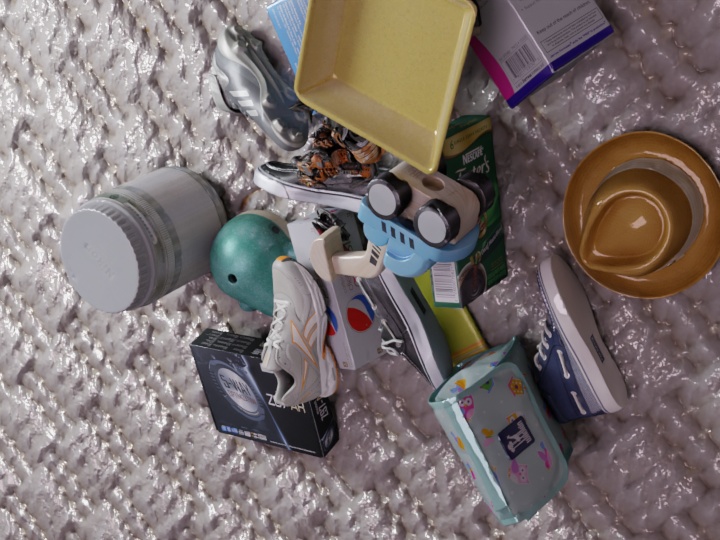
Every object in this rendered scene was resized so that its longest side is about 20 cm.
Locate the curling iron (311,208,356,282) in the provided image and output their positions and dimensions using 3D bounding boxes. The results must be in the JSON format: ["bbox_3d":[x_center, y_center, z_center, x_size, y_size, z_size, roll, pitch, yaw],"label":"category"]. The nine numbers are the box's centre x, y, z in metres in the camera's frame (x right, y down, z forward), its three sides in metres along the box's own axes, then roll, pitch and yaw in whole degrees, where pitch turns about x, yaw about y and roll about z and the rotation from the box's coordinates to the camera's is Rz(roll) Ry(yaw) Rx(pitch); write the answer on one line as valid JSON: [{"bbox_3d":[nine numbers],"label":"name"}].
[{"bbox_3d":[0.000,0.000,1.576,0.049,0.026,0.201,18,149,55],"label":"curling iron"}]

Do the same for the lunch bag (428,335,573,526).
[{"bbox_3d":[0.166,0.191,1.469,0.121,0.200,0.172,-26,93,20],"label":"lunch bag"}]

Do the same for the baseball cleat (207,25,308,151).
[{"bbox_3d":[-0.132,-0.217,1.598,0.107,0.069,0.202,-52,57,45],"label":"baseball cleat"}]

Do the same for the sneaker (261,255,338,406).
[{"bbox_3d":[-0.091,0.084,1.597,0.075,0.091,0.203,14,121,56],"label":"sneaker"}]

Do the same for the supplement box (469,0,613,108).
[{"bbox_3d":[0.160,-0.295,1.324,0.201,0.103,0.101,56,154,1],"label":"supplement box"}]

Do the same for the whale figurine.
[{"bbox_3d":[-0.122,0.019,1.669,0.159,0.104,0.201,-37,92,38],"label":"whale figurine"}]

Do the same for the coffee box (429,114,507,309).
[{"bbox_3d":[0.119,-0.070,1.453,0.043,0.122,0.204,3,109,34],"label":"coffee box"}]

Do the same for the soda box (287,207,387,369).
[{"bbox_3d":[-0.028,0.023,1.622,0.063,0.068,0.203,-1,109,50],"label":"soda box"}]

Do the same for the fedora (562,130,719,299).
[{"bbox_3d":[0.298,-0.050,1.359,0.198,0.082,0.204,14,117,31],"label":"fedora"}]

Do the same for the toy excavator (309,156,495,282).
[{"bbox_3d":[0.035,-0.038,1.396,0.193,0.100,0.202,30,131,21],"label":"toy excavator"}]

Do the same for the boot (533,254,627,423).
[{"bbox_3d":[0.233,0.086,1.467,0.089,0.073,0.203,-21,97,33],"label":"boot"}]

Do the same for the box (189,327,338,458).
[{"bbox_3d":[-0.136,0.172,1.761,0.197,0.044,0.162,9,127,32],"label":"box"}]

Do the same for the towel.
[{"bbox_3d":[0.114,0.079,1.587,0.085,0.018,0.202,-27,91,34],"label":"towel"}]

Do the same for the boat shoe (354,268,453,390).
[{"bbox_3d":[0.052,0.070,1.549,0.067,0.074,0.201,-22,109,22],"label":"boat shoe"}]

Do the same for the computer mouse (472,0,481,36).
[{"bbox_3d":[0.078,-0.277,1.338,0.139,0.046,0.201,30,150,25],"label":"computer mouse"}]

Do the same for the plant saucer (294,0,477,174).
[{"bbox_3d":[0.031,-0.234,1.310,0.198,0.048,0.202,31,130,22],"label":"plant saucer"}]

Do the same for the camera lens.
[{"bbox_3d":[-0.289,-0.045,1.698,0.158,0.199,0.163,14,116,29],"label":"camera lens"}]

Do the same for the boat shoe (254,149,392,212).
[{"bbox_3d":[-0.044,-0.121,1.568,0.197,0.073,0.069,15,110,27],"label":"boat shoe"}]

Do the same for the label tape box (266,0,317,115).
[{"bbox_3d":[0.000,-0.290,1.482,0.198,0.066,0.145,-19,98,35],"label":"label tape box"}]

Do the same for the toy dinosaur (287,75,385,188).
[{"bbox_3d":[-0.006,-0.170,1.459,0.198,0.102,0.137,-31,108,14],"label":"toy dinosaur"}]
